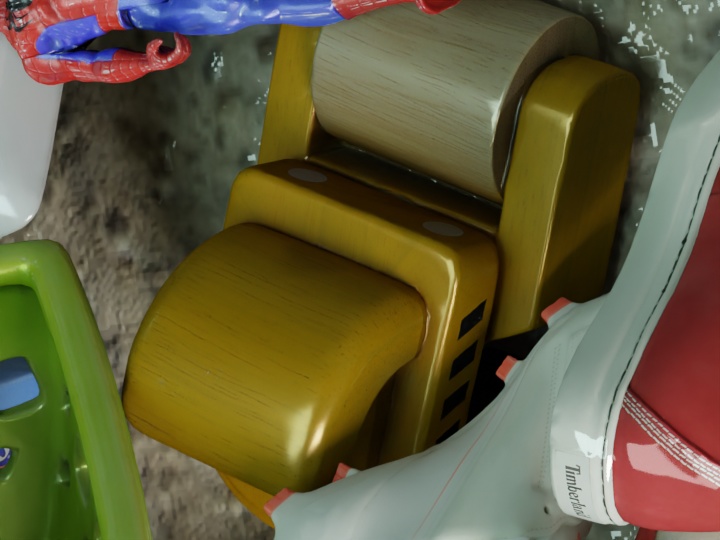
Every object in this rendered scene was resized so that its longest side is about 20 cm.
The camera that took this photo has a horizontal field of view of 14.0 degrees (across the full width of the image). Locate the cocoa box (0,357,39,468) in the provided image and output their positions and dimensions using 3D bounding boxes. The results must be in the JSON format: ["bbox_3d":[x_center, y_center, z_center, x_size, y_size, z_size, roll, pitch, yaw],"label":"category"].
[{"bbox_3d":[-0.249,0.076,1.202,0.200,0.133,0.131,22,112,29],"label":"cocoa box"}]

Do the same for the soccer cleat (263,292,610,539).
[{"bbox_3d":[0.058,0.070,0.961,0.078,0.200,0.069,36,147,38],"label":"soccer cleat"}]

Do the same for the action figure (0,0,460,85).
[{"bbox_3d":[-0.066,-0.101,1.005,0.200,0.052,0.066,-8,93,28],"label":"action figure"}]

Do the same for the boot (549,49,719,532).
[{"bbox_3d":[0.157,0.005,0.898,0.144,0.200,0.072,8,141,23],"label":"boot"}]

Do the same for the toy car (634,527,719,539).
[{"bbox_3d":[0.131,0.156,0.968,0.177,0.184,0.200,60,154,8],"label":"toy car"}]

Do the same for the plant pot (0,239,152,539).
[{"bbox_3d":[-0.168,0.132,1.007,0.200,0.199,0.182,-111,12,-51],"label":"plant pot"}]

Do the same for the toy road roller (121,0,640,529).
[{"bbox_3d":[0.000,0.000,1.007,0.123,0.146,0.200,22,112,29],"label":"toy road roller"}]

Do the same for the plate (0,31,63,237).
[{"bbox_3d":[-0.188,-0.085,1.121,0.199,0.032,0.200,-16,54,35],"label":"plate"}]
